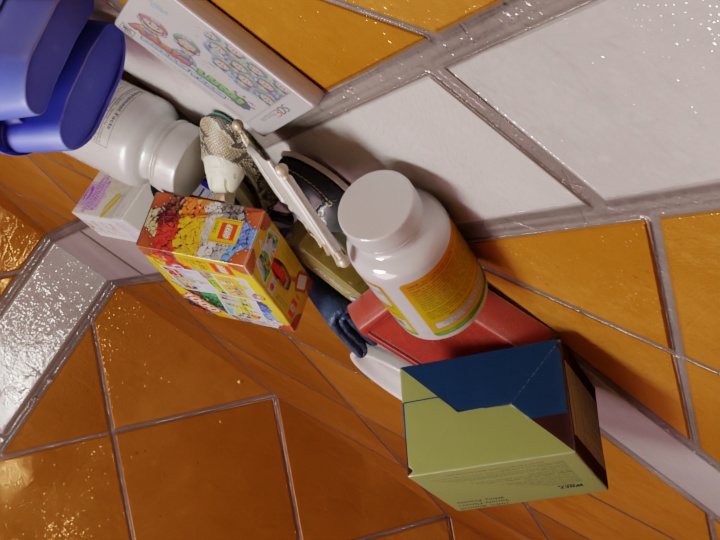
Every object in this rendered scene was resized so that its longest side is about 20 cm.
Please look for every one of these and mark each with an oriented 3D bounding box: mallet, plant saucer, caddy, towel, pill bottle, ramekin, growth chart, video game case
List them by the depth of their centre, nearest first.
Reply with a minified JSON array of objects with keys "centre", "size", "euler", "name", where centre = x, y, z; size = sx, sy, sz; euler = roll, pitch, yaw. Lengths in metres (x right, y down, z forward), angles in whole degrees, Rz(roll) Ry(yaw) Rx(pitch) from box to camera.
[{"centre":[-0.146,-0.213,1.230],"size":[0.200,0.024,0.182],"euler":[37,166,-15],"name":"video game case"},{"centre":[0.052,-0.018,1.282],"size":[0.111,0.111,0.200],"euler":[23,164,34],"name":"pill bottle"},{"centre":[-0.074,-0.079,1.298],"size":[0.145,0.018,0.200],"euler":[56,175,-27],"name":"growth chart"},{"centre":[-0.341,-0.217,1.317],"size":[0.105,0.201,0.141],"euler":[6,153,27],"name":"caddy"},{"centre":[0.102,0.075,1.490],"size":[0.200,0.037,0.200],"euler":[32,146,-14],"name":"plant saucer"},{"centre":[-0.285,-0.168,1.505],"size":[0.199,0.115,0.114],"euler":[26,166,16],"name":"pill bottle"},{"centre":[-0.170,-0.077,1.579],"size":[0.199,0.041,0.066],"euler":[14,-154,-28],"name":"mallet"},{"centre":[-0.046,0.023,1.665],"size":[0.112,0.048,0.200],"euler":[48,-176,-47],"name":"towel"},{"centre":[0.094,0.133,1.750],"size":[0.200,0.098,0.201],"euler":[31,167,8],"name":"ramekin"}]

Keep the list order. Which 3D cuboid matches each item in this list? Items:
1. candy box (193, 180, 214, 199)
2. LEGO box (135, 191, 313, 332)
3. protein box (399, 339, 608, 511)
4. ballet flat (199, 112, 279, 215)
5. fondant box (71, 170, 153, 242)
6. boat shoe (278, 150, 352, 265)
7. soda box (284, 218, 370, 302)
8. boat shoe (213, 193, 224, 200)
[{"centre":[-0.196,-0.046,1.822],"size":[0.200,0.077,0.169],"euler":[36,166,-10],"name":"candy box"},{"centre":[-0.162,-0.008,1.512],"size":[0.148,0.077,0.200],"euler":[11,159,20],"name":"LEGO box"},{"centre":[0.174,0.190,1.473],"size":[0.198,0.135,0.200],"euler":[-12,155,18],"name":"protein box"},{"centre":[-0.150,-0.109,1.492],"size":[0.068,0.076,0.200],"euler":[13,160,20],"name":"ballet flat"},{"centre":[-0.298,-0.115,1.662],"size":[0.058,0.145,0.200],"euler":[39,165,-27],"name":"fondant box"},{"centre":[-0.028,-0.060,1.423],"size":[0.200,0.060,0.076],"euler":[40,166,-26],"name":"boat shoe"},{"centre":[0.000,0.000,1.556],"size":[0.200,0.068,0.064],"euler":[38,166,-21],"name":"soda box"},{"centre":[-0.159,-0.030,1.681],"size":[0.071,0.065,0.201],"euler":[-1,126,20],"name":"boat shoe"}]
